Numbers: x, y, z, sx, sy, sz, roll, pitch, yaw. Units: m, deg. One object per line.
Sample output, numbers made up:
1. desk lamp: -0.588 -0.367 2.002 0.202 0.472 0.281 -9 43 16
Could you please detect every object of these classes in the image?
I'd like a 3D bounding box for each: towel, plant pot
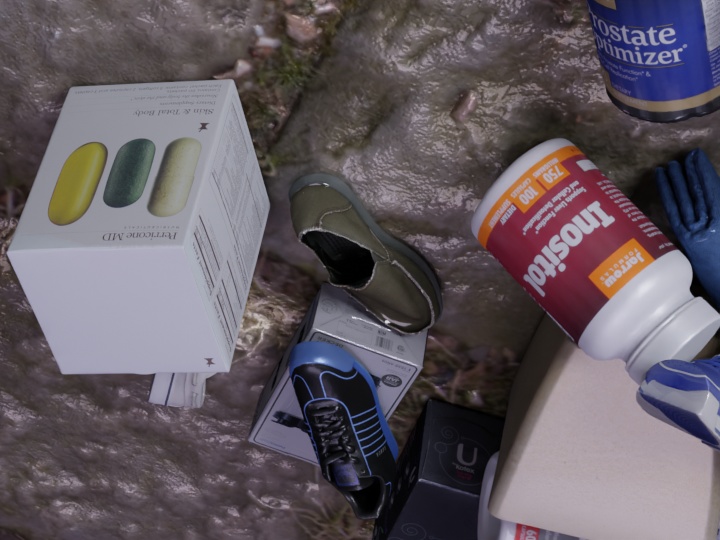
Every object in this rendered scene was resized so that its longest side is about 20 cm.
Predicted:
1. towel: 0.309 0.000 1.367 0.048 0.112 0.200 -24 129 18
2. plant pot: 0.237 0.110 1.448 0.199 0.200 0.178 13 124 5

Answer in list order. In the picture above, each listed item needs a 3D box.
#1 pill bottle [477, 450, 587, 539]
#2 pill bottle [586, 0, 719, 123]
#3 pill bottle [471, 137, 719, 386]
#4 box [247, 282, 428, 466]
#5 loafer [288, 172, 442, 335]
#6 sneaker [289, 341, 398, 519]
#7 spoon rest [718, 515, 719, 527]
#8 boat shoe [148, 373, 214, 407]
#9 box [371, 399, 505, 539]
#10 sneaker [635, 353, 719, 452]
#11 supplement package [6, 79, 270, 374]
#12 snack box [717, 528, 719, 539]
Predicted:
1. pill bottle: 0.217 0.233 1.529 0.199 0.114 0.114 6 138 -8
2. pill bottle: 0.213 -0.213 1.165 0.111 0.112 0.200 -6 135 17
3. pill bottle: 0.193 -0.003 1.324 0.200 0.113 0.113 47 139 18
4. box: -0.024 0.110 1.594 0.116 0.060 0.200 19 136 -9
5. loafer: 0.000 0.000 1.465 0.075 0.070 0.200 -25 126 32
6. sneaker: -0.015 0.153 1.535 0.070 0.078 0.200 -11 133 22
7. spoon rest: 0.372 0.216 1.495 0.099 0.061 0.200 5 171 25
8. boat shoe: -0.157 0.074 1.579 0.065 0.072 0.200 14 138 -9
9. box: 0.092 0.243 1.678 0.122 0.106 0.200 15 137 -6
10. sneaker: 0.297 0.085 1.289 0.080 0.116 0.199 22 175 41
11. supplement package: -0.178 -0.037 1.368 0.151 0.201 0.151 -1 136 12
12. snack box: 0.311 0.224 1.639 0.199 0.068 0.169 1 135 12
